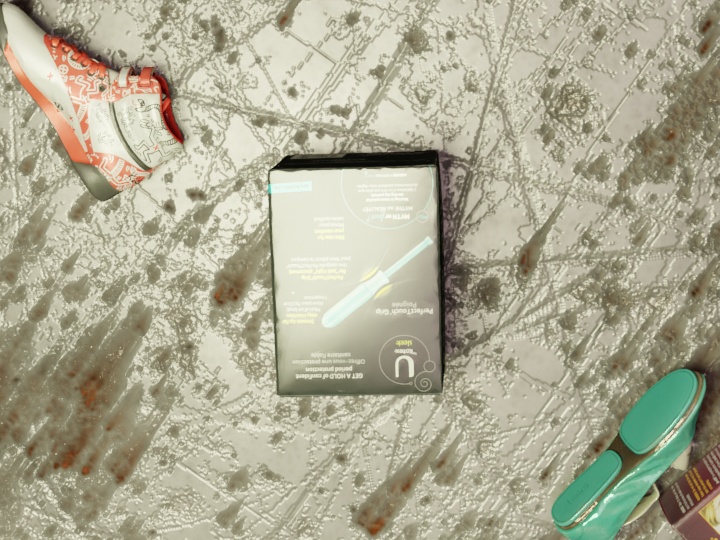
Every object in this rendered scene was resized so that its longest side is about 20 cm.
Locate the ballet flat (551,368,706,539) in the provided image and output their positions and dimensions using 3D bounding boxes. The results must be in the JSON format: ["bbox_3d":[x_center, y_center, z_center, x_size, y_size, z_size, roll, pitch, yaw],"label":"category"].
[{"bbox_3d":[0.263,0.178,1.232,0.070,0.067,0.200,34,102,-27],"label":"ballet flat"}]

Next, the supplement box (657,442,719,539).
[{"bbox_3d":[0.386,0.194,1.207,0.200,0.086,0.110,-43,95,10],"label":"supplement box"}]

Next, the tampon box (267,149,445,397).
[{"bbox_3d":[0.000,0.000,1.180,0.149,0.126,0.201,-1,101,5],"label":"tampon box"}]

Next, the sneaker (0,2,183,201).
[{"bbox_3d":[-0.241,-0.173,1.198,0.108,0.067,0.202,-29,100,7],"label":"sneaker"}]
